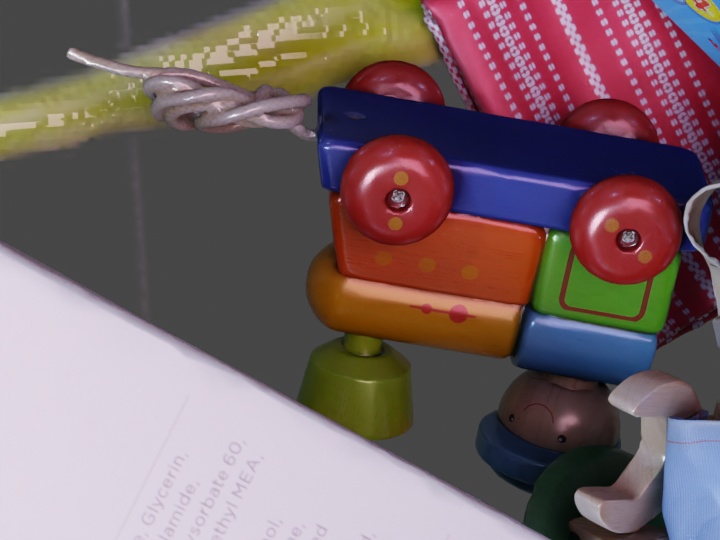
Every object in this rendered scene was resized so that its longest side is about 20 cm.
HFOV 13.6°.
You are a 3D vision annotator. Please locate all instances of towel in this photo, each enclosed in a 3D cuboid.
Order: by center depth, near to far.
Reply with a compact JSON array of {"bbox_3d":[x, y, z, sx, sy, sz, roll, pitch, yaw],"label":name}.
[{"bbox_3d":[0.133,-0.071,0.999,0.200,0.022,0.145,-29,100,-15],"label":"towel"}]

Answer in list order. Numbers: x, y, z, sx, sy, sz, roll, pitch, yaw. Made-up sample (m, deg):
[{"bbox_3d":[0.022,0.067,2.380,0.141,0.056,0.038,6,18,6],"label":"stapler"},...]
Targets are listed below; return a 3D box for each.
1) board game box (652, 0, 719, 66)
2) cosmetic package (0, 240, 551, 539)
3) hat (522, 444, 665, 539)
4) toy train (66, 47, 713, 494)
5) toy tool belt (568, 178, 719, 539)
[{"bbox_3d":[0.171,-0.154,0.968,0.196,0.056,0.200,42,79,-9],"label":"board game box"},{"bbox_3d":[-0.082,0.099,0.860,0.200,0.165,0.165,30,84,-17],"label":"cosmetic package"},{"bbox_3d":[0.027,0.174,0.938,0.166,0.176,0.201,33,45,-45],"label":"hat"},{"bbox_3d":[0.000,0.000,0.935,0.199,0.085,0.116,9,112,-5],"label":"toy train"},{"bbox_3d":[0.119,0.076,0.837,0.123,0.125,0.201,-24,105,-46],"label":"toy tool belt"}]
